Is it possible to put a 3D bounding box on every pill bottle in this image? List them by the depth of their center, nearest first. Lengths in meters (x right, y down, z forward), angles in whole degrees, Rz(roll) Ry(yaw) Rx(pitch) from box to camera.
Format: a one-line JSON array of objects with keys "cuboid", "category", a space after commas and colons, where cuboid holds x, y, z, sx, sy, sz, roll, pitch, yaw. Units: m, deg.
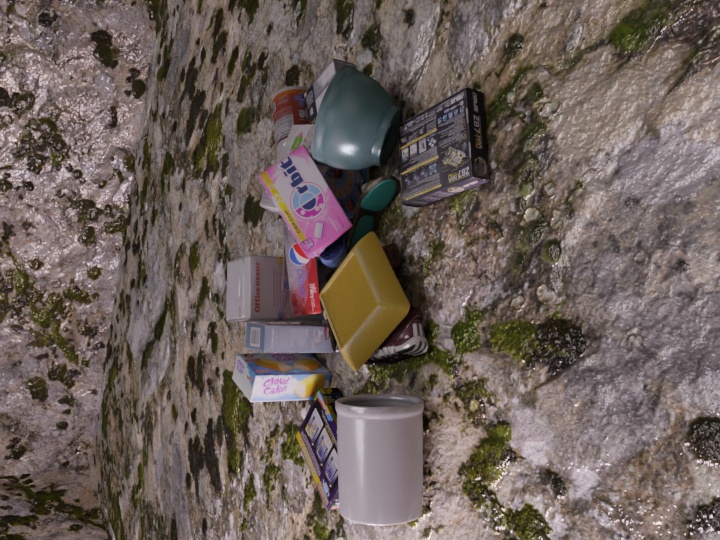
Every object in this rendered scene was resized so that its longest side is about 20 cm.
[{"cuboid": [-0.154, -0.336, 1.599, 0.112, 0.110, 0.205, -28, 65, 51], "category": "pill bottle"}]

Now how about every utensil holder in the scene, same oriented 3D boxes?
[{"cuboid": [0.035, 0.341, 1.203, 0.169, 0.167, 0.205, -3, 86, 55], "category": "utensil holder"}]

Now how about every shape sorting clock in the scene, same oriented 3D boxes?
[{"cuboid": [-0.047, -0.216, 1.468, 0.198, 0.039, 0.205, 14, 108, 50], "category": "shape sorting clock"}]

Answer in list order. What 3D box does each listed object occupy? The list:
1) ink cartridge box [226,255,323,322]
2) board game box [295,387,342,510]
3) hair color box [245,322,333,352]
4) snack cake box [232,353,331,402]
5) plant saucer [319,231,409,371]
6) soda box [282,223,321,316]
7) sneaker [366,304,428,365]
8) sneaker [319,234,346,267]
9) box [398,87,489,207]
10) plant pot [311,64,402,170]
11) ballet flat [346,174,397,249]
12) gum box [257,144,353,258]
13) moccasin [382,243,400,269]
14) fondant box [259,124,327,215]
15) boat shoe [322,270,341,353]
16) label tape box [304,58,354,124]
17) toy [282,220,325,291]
[{"cuboid": [-0.207, 0.048, 1.562, 0.143, 0.197, 0.149, -10, 78, 55], "category": "ink cartridge box"}, {"cuboid": [-0.062, 0.391, 1.441, 0.201, 0.056, 0.167, 58, 135, 40], "category": "board game box"}, {"cuboid": [-0.147, 0.151, 1.462, 0.098, 0.197, 0.062, -1, 85, 55], "category": "hair color box"}, {"cuboid": [-0.181, 0.244, 1.504, 0.115, 0.197, 0.069, 34, 113, 51], "category": "snack cake box"}, {"cuboid": [-0.009, 0.058, 1.274, 0.201, 0.048, 0.202, -52, 46, 33], "category": "plant saucer"}, {"cuboid": [-0.129, -0.006, 1.456, 0.063, 0.068, 0.205, -114, 18, -81], "category": "soda box"}, {"cuboid": [0.057, 0.119, 1.287, 0.198, 0.075, 0.118, -21, 63, 45], "category": "sneaker"}, {"cuboid": [-0.057, -0.046, 1.426, 0.201, 0.069, 0.079, -107, -7, -61], "category": "sneaker"}, {"cuboid": [0.146, -0.219, 1.194, 0.198, 0.048, 0.165, -17, 72, 54], "category": "box"}, {"cuboid": [0.005, -0.287, 1.303, 0.132, 0.200, 0.204, 22, 110, 11], "category": "plant pot"}, {"cuboid": [0.015, -0.135, 1.373, 0.076, 0.066, 0.202, -110, 36, -44], "category": "ballet flat"}, {"cuboid": [-0.107, -0.135, 1.329, 0.202, 0.112, 0.066, 58, -177, -3], "category": "gum box"}, {"cuboid": [0.000, 0.002, 1.361, 0.200, 0.077, 0.075, -18, 84, 53], "category": "moccasin"}, {"cuboid": [-0.136, -0.220, 1.446, 0.143, 0.058, 0.204, 17, 84, 56], "category": "fondant box"}, {"cuboid": [-0.051, 0.090, 1.443, 0.072, 0.065, 0.205, -43, 53, 45], "category": "boat shoe"}, {"cuboid": [-0.060, -0.356, 1.502, 0.144, 0.062, 0.204, -35, 59, 50], "category": "label tape box"}, {"cuboid": [-0.121, -0.054, 1.516, 0.047, 0.113, 0.205, -11, 77, 56], "category": "toy"}]
